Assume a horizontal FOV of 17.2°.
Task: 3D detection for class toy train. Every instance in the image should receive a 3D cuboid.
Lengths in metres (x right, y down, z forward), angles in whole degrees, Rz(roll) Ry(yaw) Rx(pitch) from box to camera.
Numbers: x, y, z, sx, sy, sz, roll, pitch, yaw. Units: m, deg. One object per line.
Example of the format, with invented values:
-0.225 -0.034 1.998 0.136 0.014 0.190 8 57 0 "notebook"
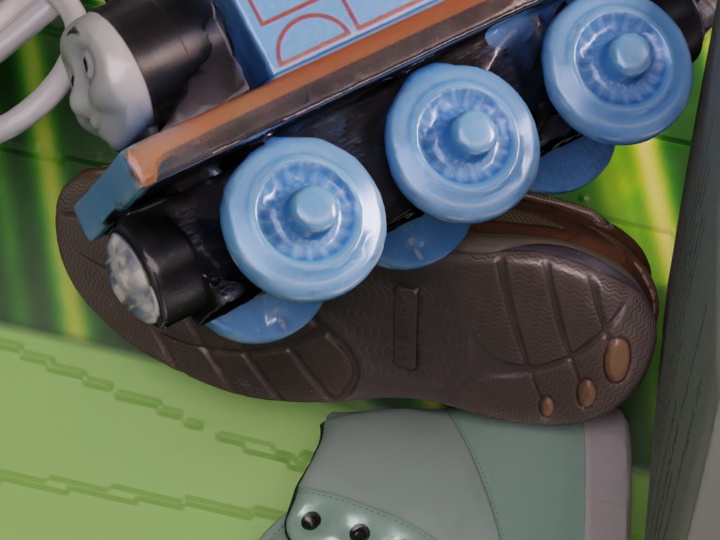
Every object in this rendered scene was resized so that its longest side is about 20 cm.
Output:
0.005 -0.059 0.686 0.200 0.087 0.114 -26 85 -20 "toy train"

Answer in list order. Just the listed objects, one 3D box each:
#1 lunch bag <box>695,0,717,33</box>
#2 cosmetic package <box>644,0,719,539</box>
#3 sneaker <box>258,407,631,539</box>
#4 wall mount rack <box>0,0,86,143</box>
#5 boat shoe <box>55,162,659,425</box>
0.089 -0.181 0.738 0.170 0.200 0.124 45 54 9 "lunch bag"
0.171 0.026 0.665 0.167 0.166 0.200 8 45 5 "cosmetic package"
0.022 0.126 0.719 0.118 0.074 0.201 3 48 2 "sneaker"
-0.152 -0.056 0.760 0.174 0.075 0.200 -41 44 -6 "wall mount rack"
0.000 0.000 0.771 0.200 0.072 0.076 13 119 12 "boat shoe"
